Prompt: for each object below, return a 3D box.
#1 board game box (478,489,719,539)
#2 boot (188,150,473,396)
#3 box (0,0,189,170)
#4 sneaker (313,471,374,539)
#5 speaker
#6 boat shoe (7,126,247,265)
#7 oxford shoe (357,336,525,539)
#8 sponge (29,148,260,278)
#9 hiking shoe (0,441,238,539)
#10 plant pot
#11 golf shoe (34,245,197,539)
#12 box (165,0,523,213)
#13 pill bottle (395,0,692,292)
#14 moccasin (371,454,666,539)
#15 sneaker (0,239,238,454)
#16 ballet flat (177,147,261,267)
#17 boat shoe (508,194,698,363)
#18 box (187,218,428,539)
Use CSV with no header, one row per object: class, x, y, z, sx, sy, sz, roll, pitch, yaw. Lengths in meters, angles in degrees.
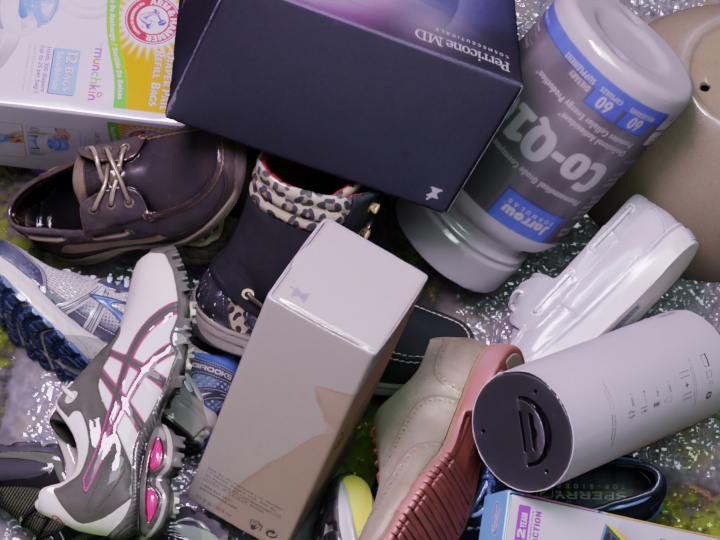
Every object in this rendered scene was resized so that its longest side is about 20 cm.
board game box,0.167,0.236,1.429,0.200,0.040,0.153,15,74,-18
boot,-0.001,0.001,1.471,0.203,0.154,0.074,12,40,-14
box,-0.210,-0.137,1.516,0.200,0.101,0.113,7,68,-2
sneaker,0.031,0.224,1.447,0.090,0.078,0.200,-16,79,-17
speaker,0.162,0.083,1.454,0.200,0.081,0.081,-17,66,-49
boat shoe,-0.157,-0.048,1.459,0.073,0.200,0.075,10,65,-46
oxford shoe,0.036,0.127,1.435,0.074,0.071,0.200,14,54,29
sponge,-0.129,-0.070,1.568,0.200,0.030,0.112,33,68,7
hiking shoe,-0.175,0.183,1.436,0.200,0.076,0.101,23,65,3
plant pot,0.257,-0.109,1.565,0.200,0.134,0.200,2,69,-5
golf shoe,-0.152,0.072,1.411,0.088,0.077,0.200,8,65,-9
box,-0.009,-0.168,1.434,0.200,0.123,0.198,18,40,-16
pill bottle,0.120,-0.085,1.504,0.114,0.200,0.114,32,28,-19
moccasin,0.106,0.139,1.486,0.200,0.068,0.081,-6,69,-8
sneaker,-0.169,0.038,1.504,0.200,0.077,0.085,38,63,0
ballet flat,-0.056,-0.071,1.535,0.200,0.046,0.067,-34,74,-20
boat shoe,0.140,0.028,1.520,0.200,0.072,0.069,-45,71,2
box,-0.036,0.075,1.418,0.078,0.200,0.095,29,43,6
